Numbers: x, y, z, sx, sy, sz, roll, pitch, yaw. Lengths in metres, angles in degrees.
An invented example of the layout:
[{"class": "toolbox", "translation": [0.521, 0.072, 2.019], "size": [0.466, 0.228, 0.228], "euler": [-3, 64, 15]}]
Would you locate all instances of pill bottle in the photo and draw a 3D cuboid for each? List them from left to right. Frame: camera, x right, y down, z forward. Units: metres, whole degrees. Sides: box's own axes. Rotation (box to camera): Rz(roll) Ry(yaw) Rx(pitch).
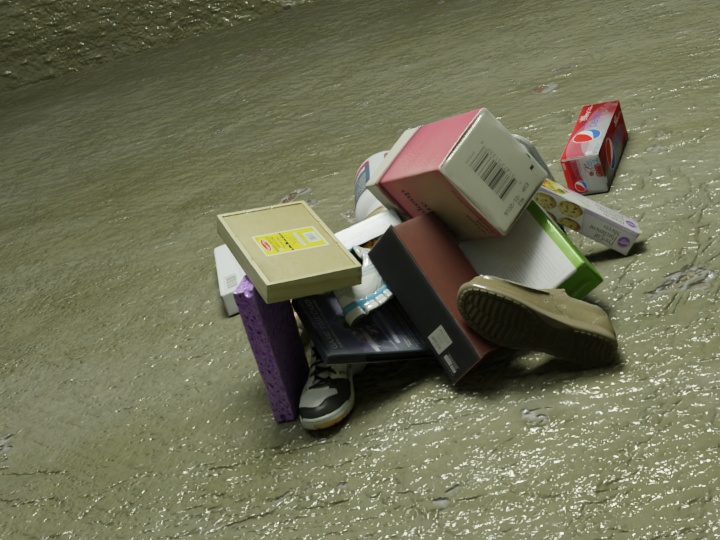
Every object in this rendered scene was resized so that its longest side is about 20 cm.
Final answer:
[{"class": "pill bottle", "translation": [0.050, -0.101, 1.859], "size": [0.119, 0.120, 0.200], "euler": [-16, 26, 8]}]

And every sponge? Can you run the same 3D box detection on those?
[{"class": "sponge", "translation": [-0.110, 0.084, 1.516], "size": [0.030, 0.200, 0.112], "euler": [-7, 28, 16]}]

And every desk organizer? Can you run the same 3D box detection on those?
[{"class": "desk organizer", "translation": [0.103, 0.029, 1.464], "size": [0.077, 0.200, 0.072], "euler": [-23, -18, -36]}]

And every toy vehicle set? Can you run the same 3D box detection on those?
[{"class": "toy vehicle set", "translation": [-0.093, -0.028, 1.484], "size": [0.124, 0.027, 0.200], "euler": [-11, 31, -20]}]

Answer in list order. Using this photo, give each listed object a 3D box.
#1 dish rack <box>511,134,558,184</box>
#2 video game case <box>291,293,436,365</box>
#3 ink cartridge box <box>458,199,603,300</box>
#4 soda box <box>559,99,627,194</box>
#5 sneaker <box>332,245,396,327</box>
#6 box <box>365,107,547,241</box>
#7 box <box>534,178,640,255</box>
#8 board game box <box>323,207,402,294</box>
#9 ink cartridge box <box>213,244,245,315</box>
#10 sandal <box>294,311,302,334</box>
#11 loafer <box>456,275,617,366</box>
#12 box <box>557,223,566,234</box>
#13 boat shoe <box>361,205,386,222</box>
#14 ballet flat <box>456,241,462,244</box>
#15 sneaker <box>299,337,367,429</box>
[{"class": "dish rack", "translation": [0.198, -0.132, 1.774], "size": [0.200, 0.172, 0.044], "euler": [6, 56, 43]}, {"class": "video game case", "translation": [0.026, 0.071, 1.527], "size": [0.200, 0.019, 0.143], "euler": [-3, 32, -22]}, {"class": "ink cartridge box", "translation": [0.185, 0.017, 1.520], "size": [0.200, 0.076, 0.148], "euler": [-42, 55, 12]}, {"class": "soda box", "translation": [0.373, -0.197, 1.868], "size": [0.063, 0.070, 0.200], "euler": [-8, 28, 27]}, {"class": "sneaker", "translation": [0.027, -0.004, 1.535], "size": [0.075, 0.087, 0.200], "euler": [-39, -4, 36]}, {"class": "box", "translation": [0.120, -0.116, 1.515], "size": [0.109, 0.128, 0.200], "euler": [-53, 19, -19]}, {"class": "box", "translation": [0.284, -0.085, 1.605], "size": [0.200, 0.041, 0.039], "euler": [26, 28, -5]}, {"class": "board game box", "translation": [0.000, 0.000, 1.628], "size": [0.126, 0.200, 0.035], "euler": [-25, 63, -9]}, {"class": "ink cartridge box", "translation": [-0.149, -0.014, 1.920], "size": [0.173, 0.044, 0.200], "euler": [-20, 25, -1]}, {"class": "sandal", "translation": [-0.106, 0.034, 1.676], "size": [0.078, 0.070, 0.212], "euler": [-31, 32, 52]}, {"class": "loafer", "translation": [0.211, 0.055, 1.408], "size": [0.200, 0.076, 0.067], "euler": [22, 37, -2]}, {"class": "box", "translation": [0.217, -0.018, 1.656], "size": [0.159, 0.046, 0.200], "euler": [-17, 26, 8]}, {"class": "boat shoe", "translation": [0.010, -0.017, 1.728], "size": [0.072, 0.072, 0.200], "euler": [3, -34, -42]}, {"class": "ballet flat", "translation": [0.159, -0.047, 1.620], "size": [0.200, 0.067, 0.070], "euler": [-19, 19, 2]}, {"class": "sneaker", "translation": [-0.045, 0.123, 1.523], "size": [0.076, 0.088, 0.200], "euler": [-10, 28, 18]}]
